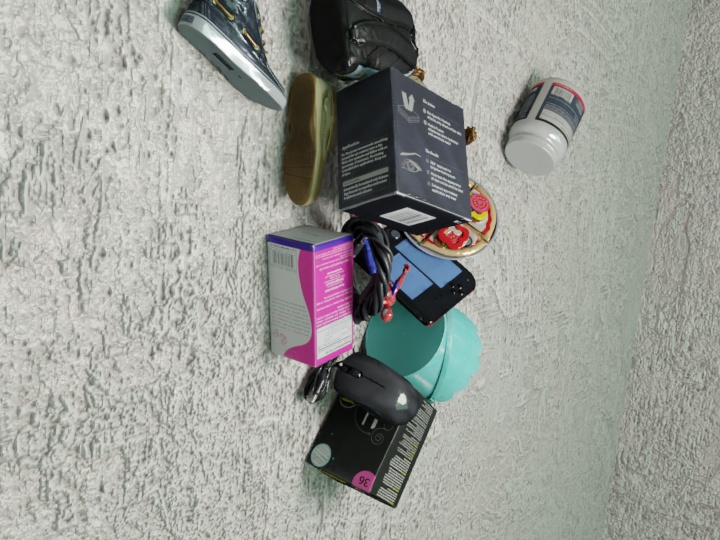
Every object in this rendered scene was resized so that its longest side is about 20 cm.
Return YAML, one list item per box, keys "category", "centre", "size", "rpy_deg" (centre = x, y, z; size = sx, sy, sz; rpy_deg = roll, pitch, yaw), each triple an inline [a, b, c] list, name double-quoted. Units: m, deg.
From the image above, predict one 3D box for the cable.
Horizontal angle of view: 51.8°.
- category: "cable"
  centre: [0.000, 0.000, 1.212]
  size: [0.051, 0.200, 0.164]
  rpy_deg: [-2, 75, -22]

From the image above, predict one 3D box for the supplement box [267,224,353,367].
- category: "supplement box"
  centre: [-0.079, 0.039, 1.195]
  size: [0.103, 0.101, 0.201]
  rpy_deg: [-19, 116, -49]

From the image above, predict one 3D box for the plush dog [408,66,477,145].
- category: "plush dog"
  centre: [0.102, -0.270, 1.333]
  size: [0.172, 0.160, 0.201]
  rpy_deg: [38, 65, -23]

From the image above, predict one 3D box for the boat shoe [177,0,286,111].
- category: "boat shoe"
  centre: [-0.153, -0.307, 1.011]
  size: [0.200, 0.071, 0.091]
  rpy_deg: [40, 72, -49]

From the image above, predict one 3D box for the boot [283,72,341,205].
- category: "boot"
  centre: [-0.047, -0.200, 1.188]
  size: [0.155, 0.073, 0.201]
  rpy_deg: [0, 93, -51]

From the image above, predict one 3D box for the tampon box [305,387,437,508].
- category: "tampon box"
  centre: [0.024, 0.308, 1.379]
  size: [0.201, 0.149, 0.126]
  rpy_deg: [-64, 143, -18]

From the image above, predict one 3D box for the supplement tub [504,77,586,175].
- category: "supplement tub"
  centre: [0.434, -0.338, 1.745]
  size: [0.201, 0.140, 0.140]
  rpy_deg: [-60, 141, -21]

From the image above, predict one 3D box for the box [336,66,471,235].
- category: "box"
  centre: [0.069, -0.177, 1.156]
  size: [0.196, 0.117, 0.201]
  rpy_deg: [14, 69, -48]

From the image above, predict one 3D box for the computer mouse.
- category: "computer mouse"
  centre: [0.010, 0.201, 1.290]
  size: [0.139, 0.199, 0.053]
  rpy_deg: [-62, 173, -23]

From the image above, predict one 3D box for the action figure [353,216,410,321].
- category: "action figure"
  centre: [0.042, -0.015, 1.271]
  size: [0.065, 0.099, 0.201]
  rpy_deg: [5, 66, -33]

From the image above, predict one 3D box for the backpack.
- category: "backpack"
  centre: [0.010, -0.369, 1.168]
  size: [0.199, 0.153, 0.164]
  rpy_deg: [-7, 90, -40]

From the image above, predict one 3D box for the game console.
- category: "game console"
  centre: [0.103, -0.002, 1.369]
  size: [0.177, 0.200, 0.031]
  rpy_deg: [-31, 157, -46]

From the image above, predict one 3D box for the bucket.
- category: "bucket"
  centre: [0.118, 0.140, 1.421]
  size: [0.135, 0.206, 0.208]
  rpy_deg: [34, 73, -47]

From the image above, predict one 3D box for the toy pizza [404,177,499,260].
- category: "toy pizza"
  centre: [0.170, -0.113, 1.420]
  size: [0.201, 0.200, 0.032]
  rpy_deg: [-56, 171, -26]
